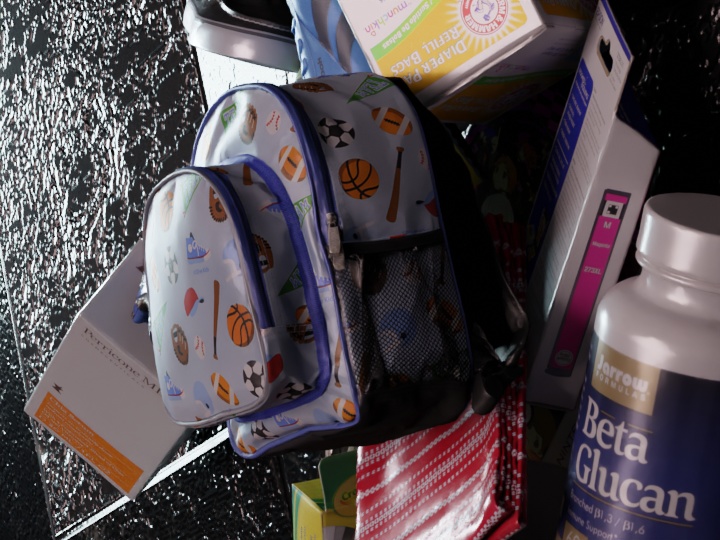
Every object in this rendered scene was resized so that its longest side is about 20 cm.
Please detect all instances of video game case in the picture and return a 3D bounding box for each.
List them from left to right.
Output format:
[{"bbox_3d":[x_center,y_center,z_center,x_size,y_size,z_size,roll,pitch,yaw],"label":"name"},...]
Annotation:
[{"bbox_3d":[0.103,0.016,1.665,0.200,0.036,0.182,56,135,39],"label":"video game case"}]

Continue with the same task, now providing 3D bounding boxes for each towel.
[{"bbox_3d":[0.038,0.080,1.574,0.145,0.022,0.201,-41,35,41],"label":"towel"}]

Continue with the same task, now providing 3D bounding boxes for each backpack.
[{"bbox_3d":[-0.029,-0.005,1.534,0.200,0.154,0.191,-19,73,57],"label":"backpack"}]

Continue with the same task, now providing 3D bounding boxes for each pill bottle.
[{"bbox_3d":[0.166,0.068,1.502,0.111,0.111,0.201,30,117,52],"label":"pill bottle"}]

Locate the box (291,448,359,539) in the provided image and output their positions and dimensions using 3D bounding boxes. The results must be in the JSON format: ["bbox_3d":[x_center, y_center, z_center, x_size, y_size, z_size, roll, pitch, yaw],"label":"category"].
[{"bbox_3d":[0.021,0.184,1.696,0.048,0.117,0.201,36,131,56],"label":"box"}]

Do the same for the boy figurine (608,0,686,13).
[{"bbox_3d":[0.128,-0.238,1.583,0.124,0.064,0.201,112,140,-54],"label":"boy figurine"}]

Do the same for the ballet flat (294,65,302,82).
[{"bbox_3d":[-0.015,-0.055,1.724,0.200,0.074,0.074,59,138,46],"label":"ballet flat"}]

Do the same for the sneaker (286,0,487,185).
[{"bbox_3d":[-0.011,-0.108,1.656,0.078,0.066,0.200,-34,76,10],"label":"sneaker"}]

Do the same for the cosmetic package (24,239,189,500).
[{"bbox_3d":[-0.145,0.068,1.935,0.101,0.071,0.200,39,153,1],"label":"cosmetic package"}]

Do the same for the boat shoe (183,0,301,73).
[{"bbox_3d":[-0.069,-0.169,1.862,0.200,0.070,0.067,-124,48,-76],"label":"boat shoe"}]

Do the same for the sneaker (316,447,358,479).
[{"bbox_3d":[0.023,0.107,1.747,0.079,0.090,0.201,-103,17,-52],"label":"sneaker"}]

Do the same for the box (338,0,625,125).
[{"bbox_3d":[0.041,-0.188,1.600,0.101,0.112,0.201,-31,76,25],"label":"box"}]

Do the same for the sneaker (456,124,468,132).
[{"bbox_3d":[0.043,-0.167,1.704,0.087,0.074,0.201,-160,62,-69],"label":"sneaker"}]

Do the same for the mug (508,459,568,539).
[{"bbox_3d":[0.090,0.229,1.605,0.200,0.148,0.175,40,126,1],"label":"mug"}]

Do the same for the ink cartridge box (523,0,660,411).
[{"bbox_3d":[0.117,-0.036,1.548,0.095,0.037,0.201,-102,23,-64],"label":"ink cartridge box"}]

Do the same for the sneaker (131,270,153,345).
[{"bbox_3d":[-0.082,0.034,1.768,0.079,0.075,0.200,-58,25,5],"label":"sneaker"}]
